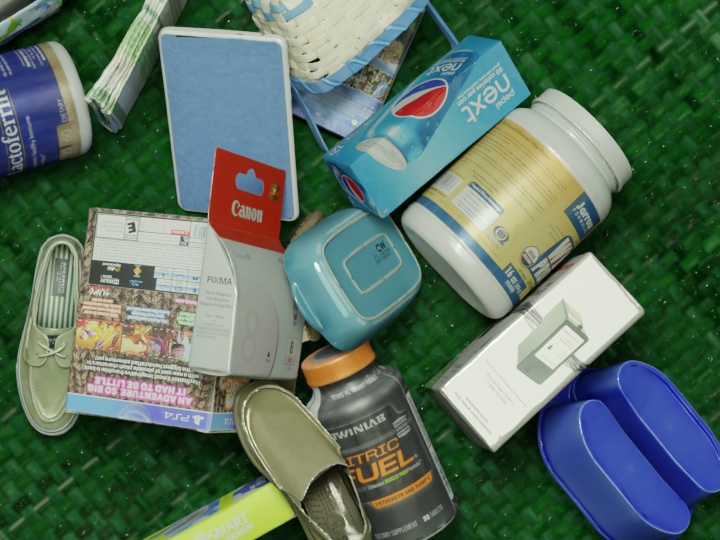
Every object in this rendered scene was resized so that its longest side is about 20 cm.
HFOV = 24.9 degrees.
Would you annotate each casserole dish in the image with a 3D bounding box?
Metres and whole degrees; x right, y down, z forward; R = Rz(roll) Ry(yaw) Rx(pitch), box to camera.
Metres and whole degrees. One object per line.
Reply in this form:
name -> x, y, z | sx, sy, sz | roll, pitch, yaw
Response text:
casserole dish -> 0.000, 0.000, 1.582 | 0.039, 0.200, 0.121 | -30, 93, 31

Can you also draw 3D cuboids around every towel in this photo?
towel -> -0.207, -0.235, 1.589 | 0.031, 0.149, 0.201 | 27, 85, -3

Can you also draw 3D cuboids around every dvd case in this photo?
dvd case -> -0.021, -0.244, 1.670 | 0.142, 0.018, 0.201 | 24, 87, -3

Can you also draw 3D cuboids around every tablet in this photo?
tablet -> -0.126, -0.141, 1.591 | 0.129, 0.014, 0.201 | 6, 124, 14

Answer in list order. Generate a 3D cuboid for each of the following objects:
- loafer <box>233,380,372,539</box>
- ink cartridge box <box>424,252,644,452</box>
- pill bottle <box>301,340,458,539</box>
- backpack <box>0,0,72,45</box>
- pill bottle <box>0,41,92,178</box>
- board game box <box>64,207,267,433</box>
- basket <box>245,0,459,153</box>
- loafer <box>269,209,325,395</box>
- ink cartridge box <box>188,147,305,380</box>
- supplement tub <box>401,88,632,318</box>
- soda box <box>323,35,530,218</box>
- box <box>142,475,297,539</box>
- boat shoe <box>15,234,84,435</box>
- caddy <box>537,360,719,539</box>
loafer -> -0.046, 0.184, 1.515 | 0.075, 0.068, 0.200 | -32, 82, -23
ink cartridge box -> 0.168, 0.079, 1.610 | 0.200, 0.146, 0.084 | -42, 90, -5
pill bottle -> 0.012, 0.166, 1.599 | 0.106, 0.106, 0.201 | -25, 101, -5
backpack -> -0.397, -0.270, 1.589 | 0.163, 0.154, 0.200 | 49, 64, -4
pill bottle -> -0.369, -0.142, 1.569 | 0.199, 0.116, 0.116 | -19, 90, -19
board game box -> -0.183, 0.048, 1.578 | 0.159, 0.097, 0.201 | 6, 88, 22
basket -> -0.005, -0.232, 1.600 | 0.176, 0.139, 0.200 | -39, 117, -12
loafer -> -0.065, 0.038, 1.633 | 0.067, 0.076, 0.201 | 21, 95, -6
ink cartridge box -> -0.095, -0.001, 1.511 | 0.057, 0.162, 0.201 | 11, 89, 21
supplement tub -> 0.155, -0.068, 1.614 | 0.200, 0.145, 0.145 | -44, 92, -4
soda box -> 0.065, -0.142, 1.592 | 0.200, 0.064, 0.068 | -41, 117, -14
box -> -0.140, 0.254, 1.591 | 0.199, 0.122, 0.048 | -28, 90, -5
boat shoe -> -0.306, 0.064, 1.614 | 0.072, 0.062, 0.201 | 1, 89, -4
caddy -> 0.268, 0.186, 1.638 | 0.141, 0.105, 0.200 | -40, 92, -29
